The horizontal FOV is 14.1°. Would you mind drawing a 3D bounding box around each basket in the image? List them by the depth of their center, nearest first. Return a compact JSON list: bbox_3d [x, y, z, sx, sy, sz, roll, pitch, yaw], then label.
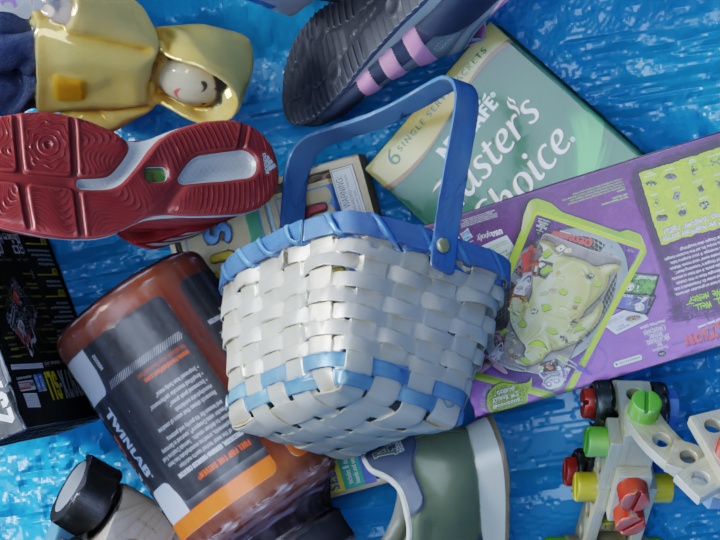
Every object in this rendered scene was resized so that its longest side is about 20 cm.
[{"bbox_3d":[0.000,0.000,1.661,0.139,0.176,0.201,14,71,-30],"label":"basket"}]

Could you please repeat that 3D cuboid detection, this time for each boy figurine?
[{"bbox_3d":[-0.161,-0.112,1.680,0.199,0.065,0.125,2,136,-12],"label":"boy figurine"}]

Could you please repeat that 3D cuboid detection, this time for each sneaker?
[{"bbox_3d":[-0.156,-0.038,1.686,0.199,0.116,0.079,2,71,-20],"label":"sneaker"},{"bbox_3d":[0.042,0.184,1.716,0.089,0.067,0.201,-6,108,-9],"label":"sneaker"},{"bbox_3d":[0.027,-0.136,1.717,0.200,0.082,0.070,-35,53,50],"label":"sneaker"}]

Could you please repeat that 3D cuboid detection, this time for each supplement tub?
[{"bbox_3d":[-0.087,0.096,1.720,0.107,0.107,0.200,-35,83,10],"label":"supplement tub"}]

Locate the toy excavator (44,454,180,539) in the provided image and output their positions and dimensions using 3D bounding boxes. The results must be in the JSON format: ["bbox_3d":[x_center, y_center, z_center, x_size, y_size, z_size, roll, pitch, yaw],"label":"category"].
[{"bbox_3d":[-0.187,0.240,1.766,0.100,0.195,0.200,30,137,-15],"label":"toy excavator"}]

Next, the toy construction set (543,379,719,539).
[{"bbox_3d":[0.161,0.141,1.673,0.092,0.131,0.200,12,134,-18],"label":"toy construction set"}]

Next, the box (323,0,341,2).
[{"bbox_3d":[-0.004,-0.261,1.762,0.142,0.036,0.201,10,91,12],"label":"box"}]

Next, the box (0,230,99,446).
[{"bbox_3d":[-0.217,0.023,1.723,0.049,0.200,0.160,-20,87,9],"label":"box"}]

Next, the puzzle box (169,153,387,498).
[{"bbox_3d":[-0.035,0.041,1.776,0.133,0.025,0.201,-16,88,12],"label":"puzzle box"}]

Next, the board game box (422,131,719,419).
[{"bbox_3d":[0.144,0.002,1.693,0.199,0.032,0.121,-17,86,15],"label":"board game box"}]

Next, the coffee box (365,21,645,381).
[{"bbox_3d":[0.114,-0.040,1.736,0.200,0.044,0.123,44,99,8],"label":"coffee box"}]

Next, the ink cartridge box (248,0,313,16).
[{"bbox_3d":[-0.057,-0.268,1.689,0.125,0.129,0.200,-33,85,10],"label":"ink cartridge box"}]

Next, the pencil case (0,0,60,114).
[{"bbox_3d":[-0.200,-0.170,1.734,0.090,0.083,0.200,-13,127,42],"label":"pencil case"}]
